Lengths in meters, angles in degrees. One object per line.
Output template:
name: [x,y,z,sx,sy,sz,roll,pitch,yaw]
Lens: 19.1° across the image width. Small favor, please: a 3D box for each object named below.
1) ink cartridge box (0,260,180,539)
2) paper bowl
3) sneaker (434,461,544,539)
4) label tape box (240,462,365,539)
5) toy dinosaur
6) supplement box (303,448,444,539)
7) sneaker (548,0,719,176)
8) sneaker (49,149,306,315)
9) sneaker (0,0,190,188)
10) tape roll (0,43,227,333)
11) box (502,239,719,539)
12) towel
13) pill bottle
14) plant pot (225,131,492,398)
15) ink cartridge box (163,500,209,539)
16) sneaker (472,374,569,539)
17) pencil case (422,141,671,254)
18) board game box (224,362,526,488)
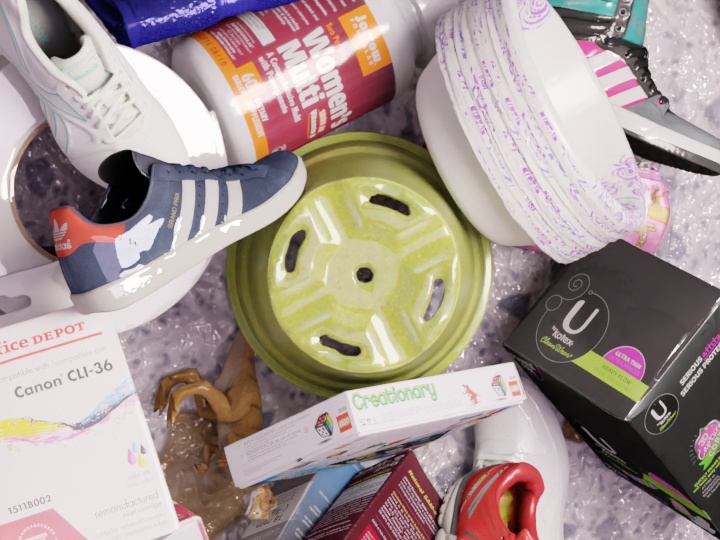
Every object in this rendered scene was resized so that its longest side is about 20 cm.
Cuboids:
ink cartridge box: [-0.205,0.094,1.382,0.116,0.067,0.201,-17,82,-18]
paper bowl: [0.113,-0.099,1.519,0.104,0.201,0.201,-26,106,19]
sneaker: [0.094,0.218,1.522,0.077,0.085,0.201,38,43,-32]
label tape box: [-0.030,0.246,1.582,0.144,0.063,0.200,51,41,-17]
toy dinosaur: [-0.096,0.093,1.604,0.106,0.060,0.201,7,70,-19]
supplement box: [0.005,0.229,1.525,0.109,0.061,0.200,58,37,-11]
sneaker: [0.210,-0.162,1.652,0.199,0.084,0.121,26,87,3]
sneaker: [-0.117,-0.050,1.384,0.200,0.075,0.085,-35,105,-40]
sneaker: [-0.179,-0.118,1.390,0.070,0.080,0.200,-44,112,-11]
tape roll: [-0.205,-0.061,1.503,0.201,0.139,0.204,-2,96,-20]
box: [0.232,0.089,1.635,0.124,0.148,0.200,-50,133,-9]
towel: [-0.100,-0.218,1.530,0.199,0.148,0.050,-18,131,-16]
pill bottle: [-0.029,-0.159,1.570,0.199,0.110,0.110,-28,104,-14]
plant pot: [0.000,0.000,1.497,0.199,0.184,0.202,0,92,0]
ink cartridge box: [-0.156,0.234,1.521,0.083,0.200,0.146,-23,103,-19]
sneaker: [0.108,0.188,1.650,0.115,0.073,0.201,-22,106,-56]
pencil case: [0.139,-0.059,1.655,0.199,0.083,0.087,9,80,-19]
board game box: [0.013,0.111,1.550,0.199,0.126,0.035,-6,74,-51]
